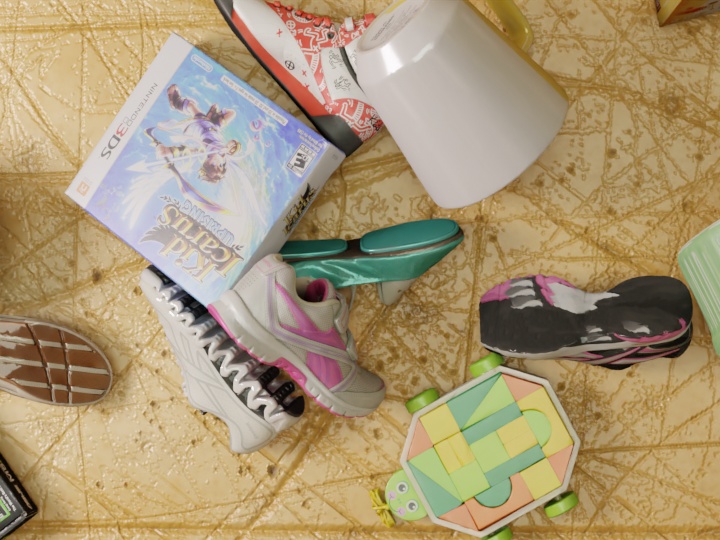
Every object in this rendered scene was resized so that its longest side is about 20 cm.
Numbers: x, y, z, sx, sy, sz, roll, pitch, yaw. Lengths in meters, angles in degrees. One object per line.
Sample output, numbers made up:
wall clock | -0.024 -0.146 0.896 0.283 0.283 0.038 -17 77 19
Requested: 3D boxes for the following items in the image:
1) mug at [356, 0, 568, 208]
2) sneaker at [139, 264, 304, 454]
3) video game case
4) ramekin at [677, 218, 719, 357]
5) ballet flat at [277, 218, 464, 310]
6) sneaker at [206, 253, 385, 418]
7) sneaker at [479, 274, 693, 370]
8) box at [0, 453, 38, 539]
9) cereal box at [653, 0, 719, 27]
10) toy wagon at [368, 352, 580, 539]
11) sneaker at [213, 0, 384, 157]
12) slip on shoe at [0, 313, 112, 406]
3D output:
mug | 0.075 -0.168 1.232 0.149 0.187 0.153 -36 114 19
sneaker | -0.142 0.081 1.301 0.081 0.075 0.200 -44 81 22
video game case | -0.143 -0.087 1.284 0.199 0.045 0.182 36 94 22
ramekin | 0.366 -0.018 1.198 0.199 0.200 0.098 -30 80 4
ballet flat | 0.000 0.000 1.297 0.198 0.067 0.071 -8 112 5
sneaker | -0.037 0.058 1.248 0.088 0.081 0.200 -50 128 1
sneaker | 0.202 0.059 1.268 0.198 0.086 0.081 2 60 25
box | -0.436 0.204 1.334 0.192 0.048 0.201 -36 86 1
cereal box | 0.358 -0.262 1.222 0.198 0.144 0.040 -14 88 5
toy wagon | 0.099 0.177 1.293 0.199 0.040 0.156 -29 87 4
sneaker | -0.039 -0.211 1.295 0.108 0.067 0.202 -41 87 -1
slip on shoe | -0.329 0.078 1.318 0.198 0.061 0.077 11 89 -16
